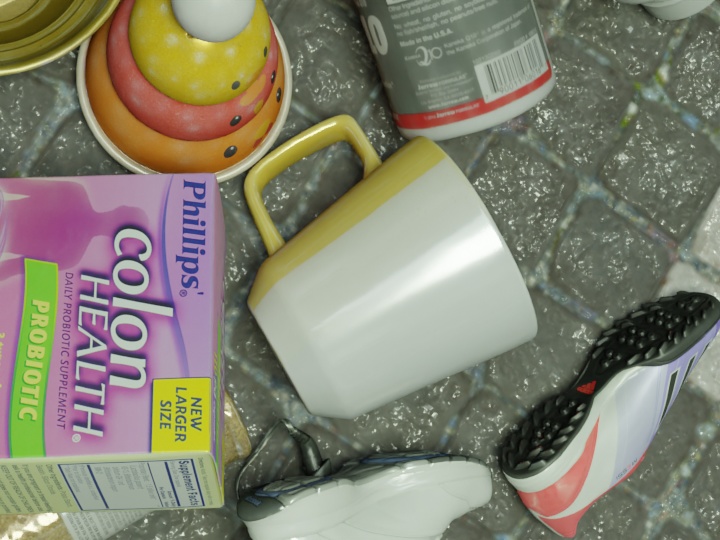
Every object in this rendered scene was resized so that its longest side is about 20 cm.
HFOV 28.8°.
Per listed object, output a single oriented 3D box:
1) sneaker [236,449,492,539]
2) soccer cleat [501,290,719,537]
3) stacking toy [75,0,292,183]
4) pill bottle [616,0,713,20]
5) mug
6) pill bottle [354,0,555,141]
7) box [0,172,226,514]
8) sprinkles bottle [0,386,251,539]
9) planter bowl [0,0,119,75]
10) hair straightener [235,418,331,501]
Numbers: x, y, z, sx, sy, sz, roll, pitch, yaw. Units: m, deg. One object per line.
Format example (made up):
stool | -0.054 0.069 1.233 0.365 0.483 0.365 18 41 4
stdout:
sneaker | 0.008 0.163 0.888 0.198 0.074 0.088 -9 90 -39
soccer cleat | 0.182 0.095 0.965 0.200 0.068 0.074 -42 116 -18
stacking toy | -0.101 -0.139 0.857 0.144 0.200 0.148 1 82 -11
pill bottle | 0.176 -0.257 0.947 0.199 0.109 0.110 35 74 -40
mug | 0.005 0.009 0.912 0.152 0.187 0.150 -31 125 -5
pill bottle | 0.047 -0.197 0.912 0.113 0.114 0.202 -25 108 -14
box | -0.180 0.044 0.827 0.197 0.097 0.178 -1 63 -2
sprinkles bottle | -0.167 0.135 0.874 0.198 0.068 0.069 -29 89 -15
planter bowl | -0.243 -0.212 0.896 0.197 0.083 0.204 2 81 -12
hair straightener | -0.040 0.197 0.905 0.076 0.041 0.203 -12 91 -13
